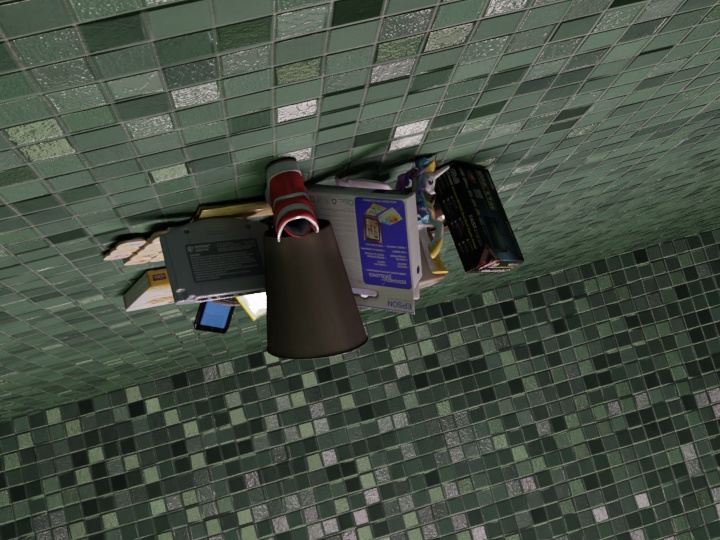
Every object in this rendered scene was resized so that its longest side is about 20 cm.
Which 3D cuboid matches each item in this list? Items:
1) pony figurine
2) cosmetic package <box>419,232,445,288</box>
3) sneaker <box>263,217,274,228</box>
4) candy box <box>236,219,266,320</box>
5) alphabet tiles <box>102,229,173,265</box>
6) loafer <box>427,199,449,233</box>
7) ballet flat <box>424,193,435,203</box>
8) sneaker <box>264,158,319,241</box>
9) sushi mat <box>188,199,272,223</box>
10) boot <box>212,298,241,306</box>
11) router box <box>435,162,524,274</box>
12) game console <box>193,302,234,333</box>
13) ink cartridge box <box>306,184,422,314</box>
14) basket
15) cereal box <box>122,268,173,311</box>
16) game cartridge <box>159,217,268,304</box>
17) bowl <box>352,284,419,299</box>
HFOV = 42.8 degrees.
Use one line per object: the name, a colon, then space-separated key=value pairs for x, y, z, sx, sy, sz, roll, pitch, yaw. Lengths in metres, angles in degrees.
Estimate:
pony figurine: x=0.062 y=-0.095 z=1.587 sx=0.190 sy=0.203 sz=0.166 roll=-3 pitch=174 yaw=11
cosmetic package: x=0.060 y=-0.001 z=1.882 sx=0.198 sy=0.105 sz=0.087 roll=-16 pitch=172 yaw=-21
sneaker: x=-0.158 y=-0.060 z=1.725 sx=0.198 sy=0.067 sz=0.090 roll=-16 pitch=174 yaw=25
candy box: x=-0.200 y=0.002 z=1.676 sx=0.102 sy=0.027 sz=0.201 roll=-31 pitch=135 yaw=-1
alphabet tiles: x=-0.347 y=-0.042 z=1.623 sx=0.194 sy=0.015 sz=0.199 roll=-10 pitch=171 yaw=-34
loafer: x=0.140 y=-0.106 z=1.902 sx=0.199 sy=0.074 sz=0.071 roll=-24 pitch=168 yaw=38
ballet flat: x=0.054 y=-0.100 z=1.772 sx=0.199 sy=0.068 sz=0.075 roll=-36 pitch=142 yaw=7
sneaker: x=-0.109 y=-0.090 z=1.456 sx=0.070 sy=0.114 sz=0.200 roll=-15 pitch=167 yaw=-3
sushi mat: x=-0.190 y=-0.104 z=1.569 sx=0.198 sy=0.012 sz=0.096 roll=-10 pitch=169 yaw=-28
boot: x=-0.247 y=0.013 z=1.801 sx=0.199 sy=0.074 sz=0.150 roll=-25 pitch=-159 yaw=-38
router box: x=0.218 y=-0.095 z=1.707 sx=0.062 sy=0.202 sz=0.149 roll=-26 pitch=167 yaw=29
game console: x=-0.269 y=0.057 z=2.035 sx=0.174 sy=0.118 sz=0.200 roll=-17 pitch=171 yaw=9
ink cartridge box: x=0.007 y=-0.038 z=1.526 sx=0.196 sy=0.203 sz=0.043 roll=7 pitch=-157 yaw=30
basket: x=-0.086 y=0.027 z=1.507 sx=0.178 sy=0.203 sz=0.136 roll=-2 pitch=-163 yaw=22
cereal box: x=-0.404 y=0.035 z=1.923 sx=0.142 sy=0.040 sz=0.200 roll=-10 pitch=169 yaw=-30
game cartridge: x=-0.233 y=-0.020 z=1.531 sx=0.198 sy=0.135 sz=0.041 roll=-7 pitch=169 yaw=-37
bowl: x=0.000 y=0.000 z=1.695 sx=0.197 sy=0.076 sz=0.200 roll=4 pitch=-172 yaw=-19
